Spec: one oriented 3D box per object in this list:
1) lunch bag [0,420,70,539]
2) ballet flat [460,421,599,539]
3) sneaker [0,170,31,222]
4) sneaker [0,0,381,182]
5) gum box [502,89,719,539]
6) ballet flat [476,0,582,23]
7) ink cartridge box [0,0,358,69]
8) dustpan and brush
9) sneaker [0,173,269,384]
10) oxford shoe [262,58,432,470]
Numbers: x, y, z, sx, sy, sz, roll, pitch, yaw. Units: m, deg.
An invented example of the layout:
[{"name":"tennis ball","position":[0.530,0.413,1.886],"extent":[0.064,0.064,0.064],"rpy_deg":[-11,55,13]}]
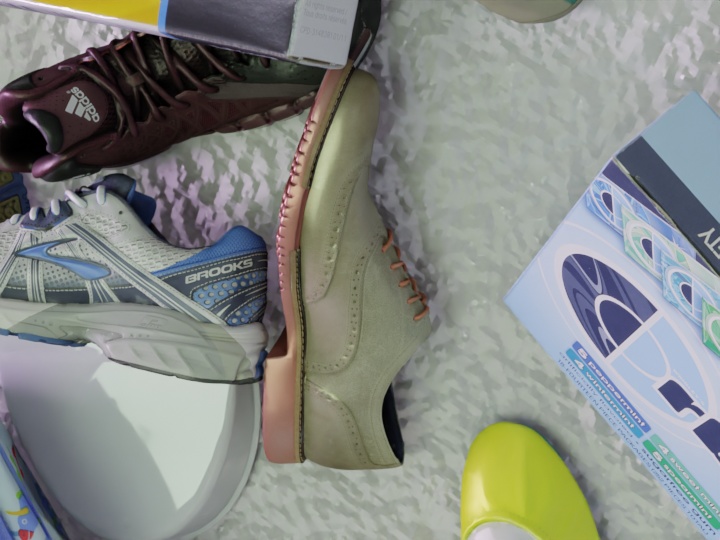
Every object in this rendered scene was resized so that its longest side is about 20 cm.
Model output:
[{"name":"lunch bag","position":[-0.181,0.154,0.967],"extent":[0.201,0.082,0.161],"rpy_deg":[60,167,0]},{"name":"ballet flat","position":[0.081,0.172,0.876],"extent":[0.066,0.067,0.202],"rpy_deg":[-7,102,32]},{"name":"sneaker","position":[-0.240,-0.062,0.995],"extent":[0.088,0.075,0.201],"rpy_deg":[-32,86,50]},{"name":"sneaker","position":[-0.088,-0.082,0.863],"extent":[0.199,0.115,0.076],"rpy_deg":[-26,92,34]},{"name":"gum box","position":[0.142,0.038,0.741],"extent":[0.170,0.044,0.200],"rpy_deg":[50,166,8]},{"name":"ballet flat","position":[0.008,-0.166,0.811],"extent":[0.199,0.069,0.070],"rpy_deg":[31,119,18]},{"name":"ink cartridge box","position":[-0.071,-0.198,0.805],"extent":[0.196,0.047,0.202],"rpy_deg":[15,98,38]},{"name":"dustpan and brush","position":[-0.108,0.116,0.983],"extent":[0.138,0.057,0.202],"rpy_deg":[-2,99,19]},{"name":"sneaker","position":[-0.133,-0.005,0.911],"extent":[0.198,0.077,0.086],"rpy_deg":[12,88,8]},{"name":"oxford shoe","position":[0.000,0.000,0.876],"extent":[0.073,0.071,0.202],"rpy_deg":[9,119,8]}]
